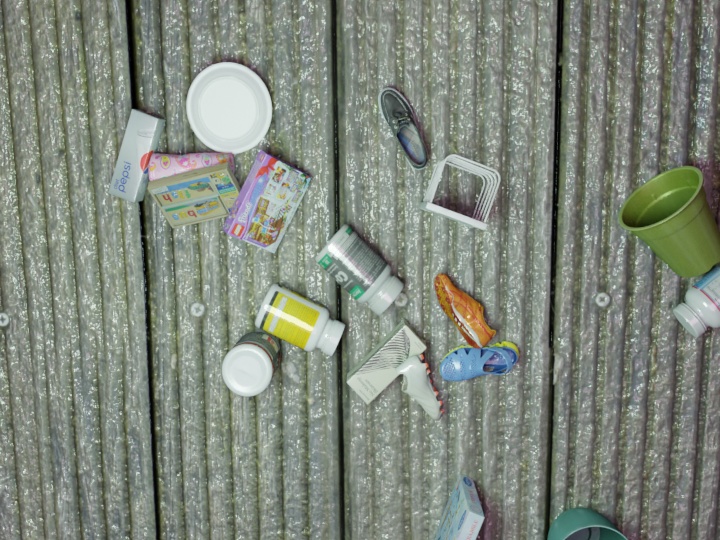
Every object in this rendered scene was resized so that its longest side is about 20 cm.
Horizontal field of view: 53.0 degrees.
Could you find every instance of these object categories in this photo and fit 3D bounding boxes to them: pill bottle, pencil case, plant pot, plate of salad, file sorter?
[{"bbox_3d":[-0.244,0.205,1.665,0.113,0.200,0.119,0,98,2],"label":"pill bottle"},{"bbox_3d":[-0.385,-0.228,1.664,0.195,0.087,0.090,0,99,-1],"label":"pencil case"},{"bbox_3d":[0.825,0.058,1.658,0.199,0.109,0.109,-41,95,7],"label":"pill bottle"},{"bbox_3d":[0.538,0.668,1.729,0.195,0.161,0.206,0,98,2],"label":"plant pot"},{"bbox_3d":[0.714,-0.093,1.615,0.199,0.201,0.190,-40,109,7],"label":"plant pot"},{"bbox_3d":[-0.139,0.121,1.694,0.197,0.111,0.113,25,98,-2],"label":"pill bottle"},{"bbox_3d":[-0.300,-0.372,1.659,0.195,0.048,0.205,0,108,-1],"label":"plate of salad"},{"bbox_3d":[0.000,0.000,1.671,0.200,0.113,0.113,43,97,-4],"label":"pill bottle"},{"bbox_3d":[0.219,-0.174,1.599,0.136,0.200,0.127,20,95,-1],"label":"file sorter"}]

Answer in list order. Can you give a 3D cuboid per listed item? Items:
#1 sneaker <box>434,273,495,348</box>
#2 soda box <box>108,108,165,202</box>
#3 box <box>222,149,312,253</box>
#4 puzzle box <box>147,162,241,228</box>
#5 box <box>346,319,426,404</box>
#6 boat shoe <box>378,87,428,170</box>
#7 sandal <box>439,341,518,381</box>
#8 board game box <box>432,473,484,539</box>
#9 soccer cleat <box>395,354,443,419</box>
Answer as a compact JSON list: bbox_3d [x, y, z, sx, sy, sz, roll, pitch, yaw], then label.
[{"bbox_3d":[0.243,0.087,1.710,0.077,0.073,0.202,-37,97,-19],"label":"sneaker"},{"bbox_3d":[-0.517,-0.265,1.673,0.067,0.063,0.204,19,99,-2],"label":"soda box"},{"bbox_3d":[-0.213,-0.156,1.658,0.135,0.039,0.203,22,100,-39],"label":"box"},{"bbox_3d":[-0.369,-0.168,1.653,0.195,0.026,0.134,-12,137,11],"label":"puzzle box"},{"bbox_3d":[0.061,0.217,1.724,0.082,0.068,0.200,43,97,-6],"label":"box"},{"bbox_3d":[0.099,-0.323,1.644,0.069,0.066,0.204,-23,97,5],"label":"boat shoe"},{"bbox_3d":[0.282,0.218,1.710,0.195,0.087,0.081,-15,100,6],"label":"sandal"},{"bbox_3d":[0.227,0.619,1.712,0.040,0.200,0.204,20,99,-2],"label":"board game box"},{"bbox_3d":[0.139,0.282,1.708,0.076,0.070,0.203,-24,123,-2],"label":"soccer cleat"}]
